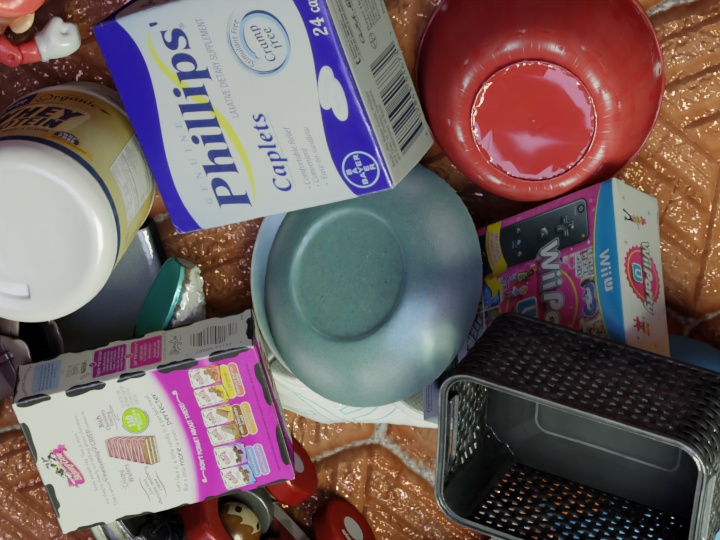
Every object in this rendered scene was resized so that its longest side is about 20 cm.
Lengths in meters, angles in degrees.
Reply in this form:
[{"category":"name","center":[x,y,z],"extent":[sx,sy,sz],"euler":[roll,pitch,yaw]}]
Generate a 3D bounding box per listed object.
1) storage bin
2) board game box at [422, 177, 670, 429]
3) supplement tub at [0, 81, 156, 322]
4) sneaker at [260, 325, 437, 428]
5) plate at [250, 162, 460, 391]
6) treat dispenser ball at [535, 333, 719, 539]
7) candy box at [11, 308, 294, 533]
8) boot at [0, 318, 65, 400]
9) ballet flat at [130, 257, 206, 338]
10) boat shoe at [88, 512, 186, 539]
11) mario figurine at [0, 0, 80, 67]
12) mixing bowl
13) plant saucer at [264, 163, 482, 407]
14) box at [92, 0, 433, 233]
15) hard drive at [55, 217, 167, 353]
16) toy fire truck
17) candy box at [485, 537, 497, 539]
[{"category":"storage bin","center":[0.162,0.129,1.359],"extent":[0.199,0.094,0.136],"euler":[17,126,23]},{"category":"board game box","center":[0.138,0.031,1.470],"extent":[0.199,0.149,0.064],"euler":[-20,152,38]},{"category":"supplement tub","center":[-0.240,-0.061,1.491],"extent":[0.143,0.200,0.145],"euler":[3,113,6]},{"category":"sneaker","center":[0.002,0.097,1.605],"extent":[0.199,0.071,0.080],"euler":[14,144,-7]},{"category":"plate","center":[0.000,0.000,1.533],"extent":[0.199,0.026,0.202],"euler":[-5,80,30]},{"category":"treat dispenser ball","center":[0.236,0.151,1.513],"extent":[0.199,0.201,0.202],"euler":[3,113,7]},{"category":"candy box","center":[-0.164,0.122,1.530],"extent":[0.199,0.061,0.137],"euler":[-13,120,2]},{"category":"boot","center":[-0.304,0.082,1.597],"extent":[0.146,0.070,0.201],"euler":[10,117,41]},{"category":"ballet flat","center":[-0.165,0.074,1.585],"extent":[0.071,0.072,0.201],"euler":[27,116,-4]},{"category":"boat shoe","center":[-0.181,0.246,1.687],"extent":[0.066,0.072,0.202],"euler":[-26,112,11]},{"category":"mario figurine","center":[-0.302,-0.200,1.524],"extent":[0.123,0.106,0.200],"euler":[16,133,-39]},{"category":"mixing bowl","center":[0.136,-0.131,1.460],"extent":[0.199,0.109,0.202],"euler":[3,112,6]},{"category":"plant saucer","center":[-0.001,0.006,1.496],"extent":[0.200,0.039,0.203],"euler":[-6,79,29]},{"category":"box","center":[-0.073,-0.142,1.465],"extent":[0.199,0.105,0.185],"euler":[-11,111,27]},{"category":"hard drive","center":[-0.212,0.063,1.631],"extent":[0.139,0.033,0.201],"euler":[-13,110,13]},{"category":"toy fire truck","center":[-0.080,0.243,1.614],"extent":[0.112,0.168,0.200],"euler":[-36,104,20]},{"category":"candy box","center":[0.051,0.331,1.633],"extent":[0.199,0.168,0.072],"euler":[-28,106,18]}]
